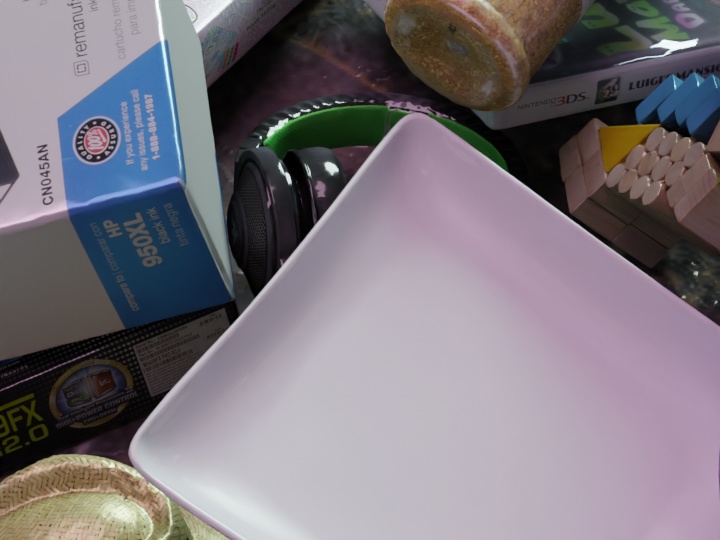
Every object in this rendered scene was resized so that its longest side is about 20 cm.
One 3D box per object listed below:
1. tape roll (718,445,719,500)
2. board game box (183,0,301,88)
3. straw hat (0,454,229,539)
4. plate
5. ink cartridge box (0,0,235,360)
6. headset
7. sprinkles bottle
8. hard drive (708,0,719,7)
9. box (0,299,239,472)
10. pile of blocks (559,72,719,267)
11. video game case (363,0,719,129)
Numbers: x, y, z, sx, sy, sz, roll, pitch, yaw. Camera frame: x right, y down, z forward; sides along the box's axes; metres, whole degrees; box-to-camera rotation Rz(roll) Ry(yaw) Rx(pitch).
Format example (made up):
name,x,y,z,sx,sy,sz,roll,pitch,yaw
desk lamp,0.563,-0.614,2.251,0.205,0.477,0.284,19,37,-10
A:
name,x,y,z,sx,sy,sz,roll,pitch,yaw
tape roll,0.225,0.085,0.978,0.199,0.066,0.201,-6,46,6
board game box,-0.120,-0.165,1.313,0.199,0.044,0.199,23,42,18
straw hat,-0.105,0.115,1.040,0.200,0.085,0.202,-8,43,8
plate,0.044,0.064,1.039,0.200,0.032,0.200,36,56,6
ink cartridge box,-0.162,-0.041,1.137,0.199,0.084,0.145,-15,53,5
headset,0.000,0.000,1.151,0.123,0.094,0.200,10,34,8
sprinkles bottle,0.090,-0.155,1.155,0.068,0.068,0.200,20,59,33
hard drive,0.197,-0.134,1.118,0.026,0.200,0.133,-23,59,37
box,-0.164,0.015,1.194,0.199,0.044,0.160,-22,43,-7
pile of blocks,0.153,-0.036,1.097,0.082,0.062,0.200,-61,25,-7
video game case,0.087,-0.135,1.252,0.181,0.023,0.200,-13,39,-26
